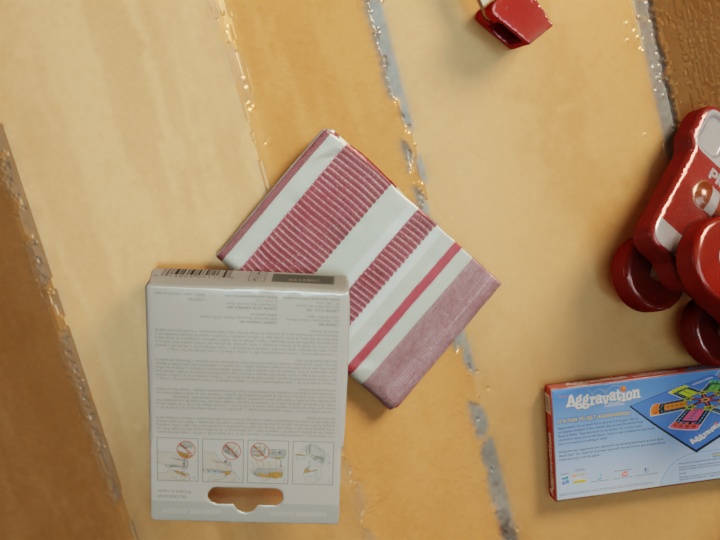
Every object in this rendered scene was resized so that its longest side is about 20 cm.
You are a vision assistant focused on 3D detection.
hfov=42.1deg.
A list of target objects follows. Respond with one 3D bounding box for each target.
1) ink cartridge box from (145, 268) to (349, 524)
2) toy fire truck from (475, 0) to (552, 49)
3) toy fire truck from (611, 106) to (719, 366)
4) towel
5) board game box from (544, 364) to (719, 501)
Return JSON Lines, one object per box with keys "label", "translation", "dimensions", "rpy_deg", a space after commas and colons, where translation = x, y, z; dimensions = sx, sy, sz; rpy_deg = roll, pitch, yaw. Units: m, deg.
{"label": "ink cartridge box", "translation": [-0.092, 0.102, 0.760], "dimensions": [0.160, 0.057, 0.203], "rpy_deg": [2, 109, -1]}
{"label": "toy fire truck", "translation": [0.111, -0.294, 0.736], "dimensions": [0.141, 0.049, 0.200], "rpy_deg": [-42, 101, 0]}
{"label": "toy fire truck", "translation": [0.321, -0.018, 0.782], "dimensions": [0.199, 0.112, 0.169], "rpy_deg": [37, 73, -12]}
{"label": "towel", "translation": [0.000, 0.000, 0.776], "dimensions": [0.200, 0.023, 0.144], "rpy_deg": [41, 93, -9]}
{"label": "board game box", "translation": [0.263, 0.141, 0.832], "dimensions": [0.197, 0.019, 0.104], "rpy_deg": [-6, 100, -7]}
